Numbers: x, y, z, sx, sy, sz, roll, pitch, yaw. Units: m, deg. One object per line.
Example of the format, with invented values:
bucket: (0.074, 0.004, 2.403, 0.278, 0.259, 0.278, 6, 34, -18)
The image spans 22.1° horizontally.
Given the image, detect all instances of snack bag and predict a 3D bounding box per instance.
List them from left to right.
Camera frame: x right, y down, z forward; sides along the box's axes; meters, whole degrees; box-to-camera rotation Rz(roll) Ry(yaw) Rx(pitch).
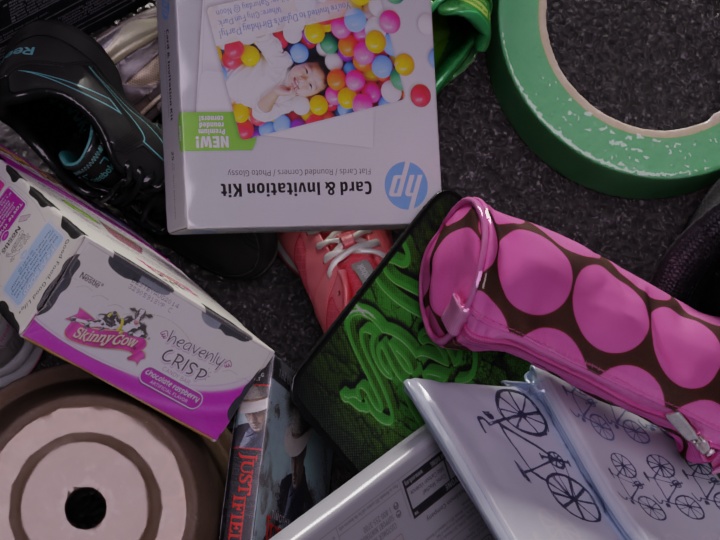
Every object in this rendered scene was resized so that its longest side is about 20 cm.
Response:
snack bag: (0.132, 0.121, 1.002, 0.198, 0.022, 0.189, 7, 37, -36)

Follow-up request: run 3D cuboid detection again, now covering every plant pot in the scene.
plant pot: (-0.143, 0.135, 0.988, 0.198, 0.175, 0.203, 2, 75, -7)

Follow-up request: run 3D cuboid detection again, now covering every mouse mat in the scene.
mouse mat: (0.059, 0.076, 1.050, 0.200, 0.007, 0.161, 51, 64, -25)

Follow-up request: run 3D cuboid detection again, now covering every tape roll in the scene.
tape roll: (0.179, -0.148, 1.161, 0.198, 0.048, 0.203, 2, 75, -6)

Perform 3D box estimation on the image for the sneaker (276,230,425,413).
sneaker: (0.000, 0.000, 1.083, 0.073, 0.087, 0.202, -20, 79, -12)

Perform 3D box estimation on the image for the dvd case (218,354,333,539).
dvd case: (-0.048, 0.159, 1.010, 0.022, 0.146, 0.202, 1, 74, 14)

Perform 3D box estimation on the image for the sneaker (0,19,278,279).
sneaker: (-0.133, -0.055, 1.062, 0.200, 0.079, 0.075, 39, 116, -14)

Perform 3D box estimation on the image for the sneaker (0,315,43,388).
sneaker: (-0.274, 0.000, 1.048, 0.198, 0.088, 0.082, 17, 75, -2)

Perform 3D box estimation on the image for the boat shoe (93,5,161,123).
boat shoe: (-0.084, -0.142, 1.123, 0.199, 0.074, 0.074, -32, 94, -3)

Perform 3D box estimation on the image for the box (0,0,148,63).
box: (-0.230, -0.195, 1.046, 0.199, 0.198, 0.124, -30, 81, -13)

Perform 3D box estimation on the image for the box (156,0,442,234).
box: (-0.035, -0.123, 1.034, 0.154, 0.041, 0.202, -1, 88, -22)

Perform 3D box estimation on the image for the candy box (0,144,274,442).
candy box: (-0.150, 0.002, 0.985, 0.136, 0.200, 0.061, 34, 91, -37)

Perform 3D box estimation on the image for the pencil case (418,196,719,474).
pencil case: (0.126, 0.038, 1.013, 0.199, 0.091, 0.094, 24, 51, -17)

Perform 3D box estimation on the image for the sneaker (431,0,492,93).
sneaker: (0.058, -0.169, 1.120, 0.074, 0.083, 0.201, 29, 86, -43)

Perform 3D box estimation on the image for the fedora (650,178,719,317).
fedora: (0.261, -0.015, 1.104, 0.198, 0.202, 0.092, -1, 40, -7)

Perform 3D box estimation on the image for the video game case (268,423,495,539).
video game case: (0.018, 0.200, 0.989, 0.199, 0.023, 0.184, -32, 109, -41)
